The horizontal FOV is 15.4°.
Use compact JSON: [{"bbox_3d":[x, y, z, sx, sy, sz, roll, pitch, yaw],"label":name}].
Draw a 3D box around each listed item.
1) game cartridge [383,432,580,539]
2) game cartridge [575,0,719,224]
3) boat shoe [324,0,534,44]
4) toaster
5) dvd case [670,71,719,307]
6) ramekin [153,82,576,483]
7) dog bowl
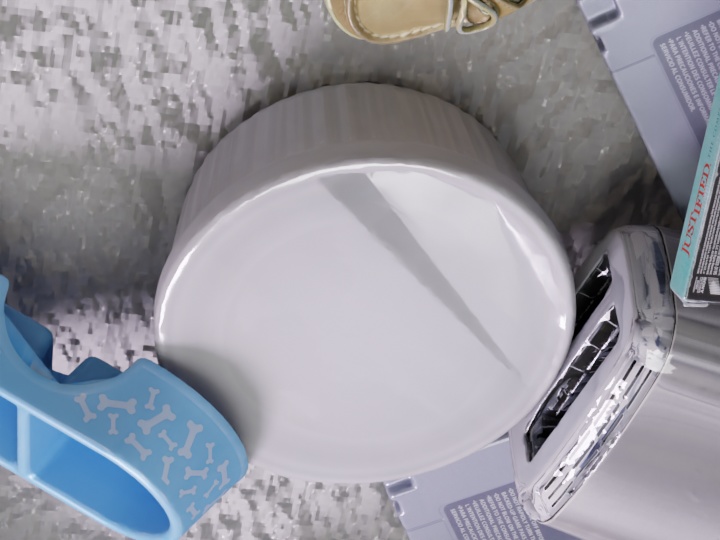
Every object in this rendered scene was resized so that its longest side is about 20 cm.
[{"bbox_3d":[0.103,0.150,1.461,0.133,0.041,0.200,-16,128,12],"label":"game cartridge"},{"bbox_3d":[0.198,-0.085,1.284,0.133,0.041,0.200,-20,128,14],"label":"game cartridge"},{"bbox_3d":[0.074,-0.149,1.137,0.200,0.063,0.073,-24,127,11],"label":"boat shoe"},{"bbox_3d":[0.158,0.060,1.308,0.129,0.114,0.200,16,133,-19],"label":"toaster"},{"bbox_3d":[0.248,-0.049,1.232,0.199,0.022,0.147,4,109,-20],"label":"dvd case"},{"bbox_3d":[0.000,0.000,1.293,0.201,0.094,0.203,-2,129,-3],"label":"ramekin"},{"bbox_3d":[-0.152,0.065,1.294,0.199,0.050,0.112,30,154,8],"label":"dog bowl"}]
